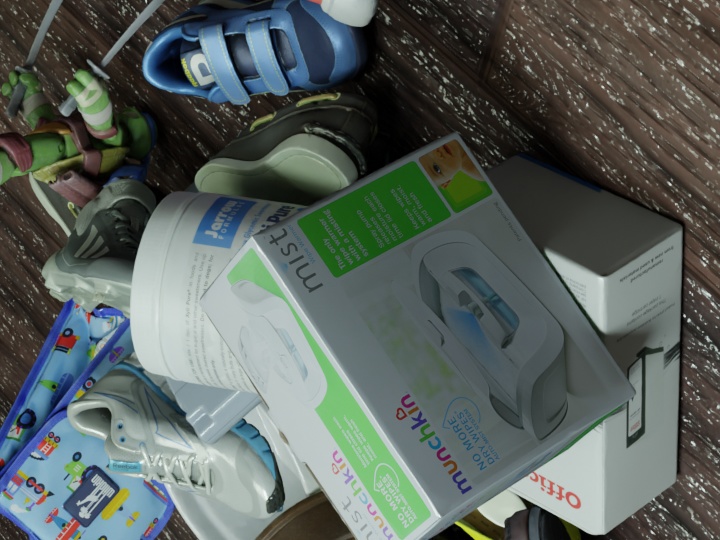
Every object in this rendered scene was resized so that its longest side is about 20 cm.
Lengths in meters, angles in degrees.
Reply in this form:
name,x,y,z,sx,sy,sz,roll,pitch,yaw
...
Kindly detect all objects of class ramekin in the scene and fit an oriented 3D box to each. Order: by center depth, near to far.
name,x,y,z,sx,sy,sz,roll,pitch,yaw
ramekin,-0.065,0.132,1.871,0.200,0.105,0.201,31,135,36

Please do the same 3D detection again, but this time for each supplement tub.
name,x,y,z,sx,sy,sz,roll,pitch,yaw
supplement tub,-0.040,0.022,1.636,0.198,0.132,0.133,8,125,16

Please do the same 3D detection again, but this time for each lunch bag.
name,x,y,z,sx,sy,sz,roll,pitch,yaw
lunch bag,-0.212,0.145,1.944,0.094,0.201,0.151,12,155,48

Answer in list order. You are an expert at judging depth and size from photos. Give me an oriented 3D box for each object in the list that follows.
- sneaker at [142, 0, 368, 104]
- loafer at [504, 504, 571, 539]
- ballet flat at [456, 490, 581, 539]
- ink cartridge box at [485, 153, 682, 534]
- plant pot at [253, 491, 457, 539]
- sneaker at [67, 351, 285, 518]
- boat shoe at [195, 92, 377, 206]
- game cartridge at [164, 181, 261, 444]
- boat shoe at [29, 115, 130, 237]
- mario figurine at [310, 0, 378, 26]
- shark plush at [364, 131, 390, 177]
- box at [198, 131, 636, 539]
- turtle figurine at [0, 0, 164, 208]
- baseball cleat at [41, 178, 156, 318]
name,x,y,z,sx,sy,sz,roll,pitch,yaw
sneaker,-0.074,-0.151,1.699,0.199,0.082,0.074,0,113,50
loafer,0.123,0.229,1.666,0.062,0.072,0.200,-8,143,17
ballet flat,0.072,0.149,1.735,0.199,0.067,0.067,32,176,29
ink cartridge box,0.128,0.048,1.578,0.145,0.084,0.201,27,133,38
plant pot,0.026,0.283,1.732,0.198,0.199,0.202,41,146,57
sneaker,-0.140,0.137,1.805,0.199,0.086,0.075,28,133,37
boat shoe,-0.049,-0.077,1.704,0.072,0.061,0.201,39,157,-20
game cartridge,-0.100,0.019,1.792,0.042,0.133,0.200,44,-169,-45
boat shoe,-0.198,-0.041,1.946,0.201,0.071,0.061,46,147,24
mario figurine,-0.032,-0.235,1.612,0.199,0.124,0.106,3,158,43
shark plush,0.000,0.000,1.731,0.083,0.090,0.201,-117,12,-58
box,0.032,0.047,1.474,0.201,0.176,0.097,56,144,10
turtle figurine,-0.249,-0.129,1.845,0.144,0.193,0.201,34,134,36
baseball cleat,-0.175,-0.018,1.773,0.070,0.107,0.200,32,168,-28
